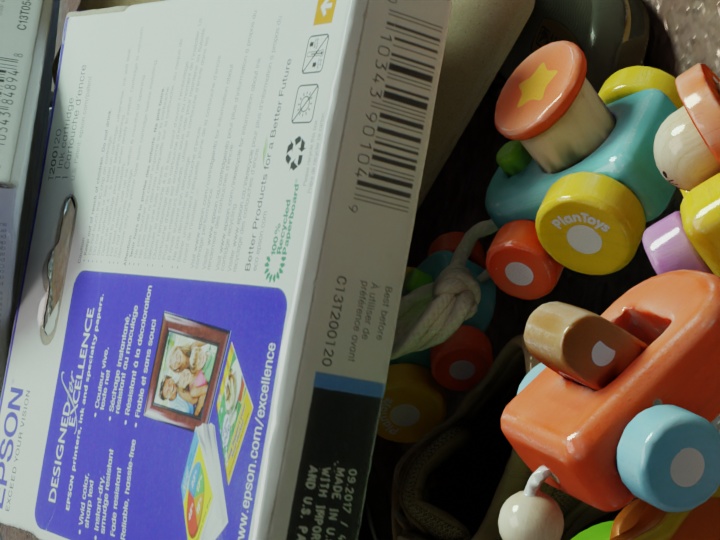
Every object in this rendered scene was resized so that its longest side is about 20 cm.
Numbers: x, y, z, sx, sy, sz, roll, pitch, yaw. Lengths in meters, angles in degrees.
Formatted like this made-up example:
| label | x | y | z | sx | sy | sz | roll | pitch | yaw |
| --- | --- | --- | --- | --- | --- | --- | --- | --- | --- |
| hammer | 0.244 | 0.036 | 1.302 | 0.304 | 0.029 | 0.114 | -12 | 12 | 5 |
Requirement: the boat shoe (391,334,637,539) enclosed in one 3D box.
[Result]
| label | x | y | z | sx | sy | sz | roll | pitch | yaw |
| --- | --- | --- | --- | --- | --- | --- | --- | --- | --- |
| boat shoe | 0.041 | 0.078 | 0.660 | 0.200 | 0.064 | 0.071 | 121 | 147 | -47 |

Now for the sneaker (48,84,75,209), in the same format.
| label | x | y | z | sx | sy | sz | roll | pitch | yaw |
| --- | --- | --- | --- | --- | --- | --- | --- | --- | --- |
| sneaker | -0.114 | -0.053 | 0.977 | 0.200 | 0.070 | 0.109 | -48 | -62 | -87 |

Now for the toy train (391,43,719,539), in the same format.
| label | x | y | z | sx | sy | sz | roll | pitch | yaw |
| --- | --- | --- | --- | --- | --- | --- | --- | --- | --- |
| toy train | 0.061 | -0.009 | 0.527 | 0.150 | 0.056 | 0.200 | -41 | 21 | -6 |

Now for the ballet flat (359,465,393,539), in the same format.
| label | x | y | z | sx | sy | sz | roll | pitch | yaw |
| --- | --- | --- | --- | --- | --- | --- | --- | --- | --- |
| ballet flat | -0.015 | 0.118 | 0.781 | 0.064 | 0.067 | 0.200 | 88 | 167 | -54 |

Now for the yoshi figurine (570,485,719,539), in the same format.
| label | x | y | z | sx | sy | sz | roll | pitch | yaw |
| --- | --- | --- | --- | --- | --- | --- | --- | --- | --- |
| yoshi figurine | 0.057 | 0.128 | 0.553 | 0.200 | 0.112 | 0.113 | 144 | 120 | -63 |

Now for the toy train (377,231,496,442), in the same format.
| label | x | y | z | sx | sy | sz | roll | pitch | yaw |
| --- | --- | --- | --- | --- | --- | --- | --- | --- | --- |
| toy train | 0.000 | 0.000 | 0.745 | 0.200 | 0.056 | 0.151 | -14 | 51 | 64 |

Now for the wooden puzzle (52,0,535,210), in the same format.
| label | x | y | z | sx | sy | sz | roll | pitch | yaw |
| --- | --- | --- | --- | --- | --- | --- | --- | --- | --- |
| wooden puzzle | -0.031 | -0.084 | 0.689 | 0.200 | 0.037 | 0.185 | 51 | 123 | 37 |

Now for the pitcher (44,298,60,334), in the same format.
| label | x | y | z | sx | sy | sz | roll | pitch | yaw |
| --- | --- | --- | --- | --- | --- | --- | --- | --- | --- |
| pitcher | -0.089 | 0.108 | 0.934 | 0.171 | 0.121 | 0.201 | -1 | 94 | 49 |

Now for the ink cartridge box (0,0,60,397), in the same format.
| label | x | y | z | sx | sy | sz | roll | pitch | yaw |
| --- | --- | --- | --- | --- | --- | --- | --- | --- | --- |
| ink cartridge box | -0.155 | -0.036 | 0.787 | 0.200 | 0.043 | 0.197 | 106 | 167 | -45 |

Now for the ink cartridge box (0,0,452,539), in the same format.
| label | x | y | z | sx | sy | sz | roll | pitch | yaw |
| --- | --- | --- | --- | --- | --- | --- | --- | --- | --- |
| ink cartridge box | -0.057 | 0.004 | 0.633 | 0.200 | 0.043 | 0.199 | 5 | 85 | 55 |

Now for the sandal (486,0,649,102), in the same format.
| label | x | y | z | sx | sy | sz | roll | pitch | yaw |
| --- | --- | --- | --- | --- | --- | --- | --- | --- | --- |
| sandal | 0.046 | -0.095 | 0.705 | 0.200 | 0.054 | 0.082 | -122 | 43 | -62 |
